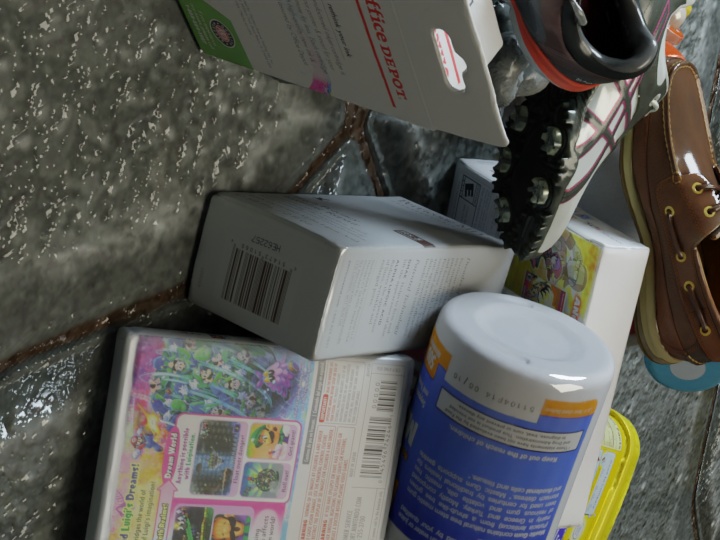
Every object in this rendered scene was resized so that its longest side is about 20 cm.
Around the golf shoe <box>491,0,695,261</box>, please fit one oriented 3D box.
[{"bbox_3d":[0.141,-0.095,0.931,0.088,0.077,0.201,6,115,-26],"label":"golf shoe"}]

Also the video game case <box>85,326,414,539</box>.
[{"bbox_3d":[-0.067,0.139,0.894,0.181,0.024,0.201,7,97,-26],"label":"video game case"}]

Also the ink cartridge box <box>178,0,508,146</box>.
[{"bbox_3d":[-0.005,-0.143,0.748,0.067,0.199,0.117,-52,145,-23],"label":"ink cartridge box"}]

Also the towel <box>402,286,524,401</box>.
[{"bbox_3d":[0.063,0.094,1.057,0.030,0.146,0.201,0,111,-30],"label":"towel"}]

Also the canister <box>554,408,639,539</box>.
[{"bbox_3d":[0.143,0.169,1.271,0.200,0.086,0.149,22,90,-57],"label":"canister"}]

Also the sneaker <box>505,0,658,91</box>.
[{"bbox_3d":[0.090,-0.175,0.771,0.077,0.082,0.200,-47,114,-10],"label":"sneaker"}]

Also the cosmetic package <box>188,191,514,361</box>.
[{"bbox_3d":[0.000,0.000,0.939,0.200,0.101,0.074,-5,115,-56],"label":"cosmetic package"}]

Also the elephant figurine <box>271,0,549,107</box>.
[{"bbox_3d":[0.052,-0.201,0.858,0.155,0.141,0.201,-31,133,-48],"label":"elephant figurine"}]

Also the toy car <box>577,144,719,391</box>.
[{"bbox_3d":[0.181,-0.045,1.094,0.185,0.176,0.201,-73,152,-45],"label":"toy car"}]

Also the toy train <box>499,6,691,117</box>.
[{"bbox_3d":[0.172,-0.135,1.073,0.199,0.056,0.151,-12,140,-32],"label":"toy train"}]

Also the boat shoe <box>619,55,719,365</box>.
[{"bbox_3d":[0.213,-0.038,0.982,0.072,0.067,0.201,-13,100,-44],"label":"boat shoe"}]

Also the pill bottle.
[{"bbox_3d":[0.073,0.125,0.943,0.112,0.112,0.201,-14,127,-52],"label":"pill bottle"}]

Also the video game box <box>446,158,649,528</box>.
[{"bbox_3d":[0.108,0.045,1.052,0.047,0.182,0.201,1,111,-26],"label":"video game box"}]
